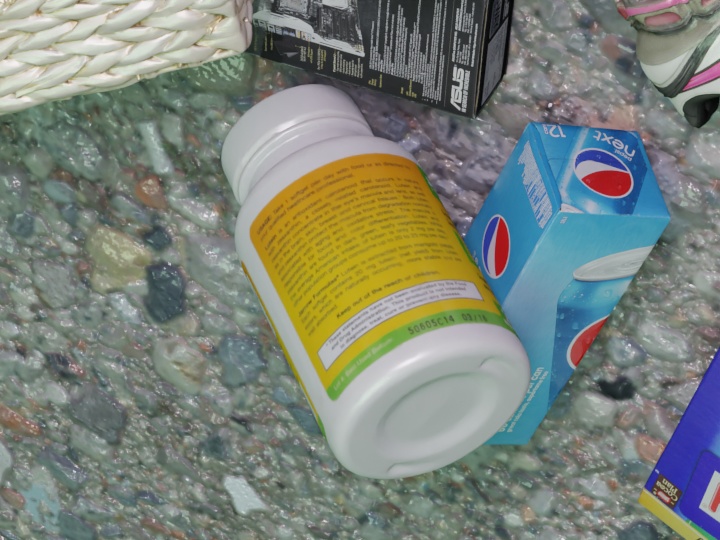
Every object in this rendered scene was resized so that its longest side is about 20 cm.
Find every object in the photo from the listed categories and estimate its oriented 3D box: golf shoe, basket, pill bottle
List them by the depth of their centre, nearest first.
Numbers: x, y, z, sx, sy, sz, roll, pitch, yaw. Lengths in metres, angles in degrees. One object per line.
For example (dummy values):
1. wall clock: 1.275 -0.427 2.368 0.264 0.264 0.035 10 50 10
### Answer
1. golf shoe: 0.220 -0.123 1.118 0.200 0.073 0.092 -10 116 42
2. basket: -0.152 -0.159 1.141 0.199 0.136 0.124 -14 125 9
3. pill bottle: 0.000 0.000 1.252 0.200 0.111 0.111 62 146 33

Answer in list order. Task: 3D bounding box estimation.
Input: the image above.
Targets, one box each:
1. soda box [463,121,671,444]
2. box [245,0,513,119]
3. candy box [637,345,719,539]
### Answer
1. soda box: 0.091 0.011 1.286 0.068 0.064 0.200 3 140 -23
2. box: 0.002 -0.186 1.198 0.157 0.050 0.200 17 132 16
3. candy box: 0.257 0.093 1.249 0.169 0.077 0.200 37 137 17
